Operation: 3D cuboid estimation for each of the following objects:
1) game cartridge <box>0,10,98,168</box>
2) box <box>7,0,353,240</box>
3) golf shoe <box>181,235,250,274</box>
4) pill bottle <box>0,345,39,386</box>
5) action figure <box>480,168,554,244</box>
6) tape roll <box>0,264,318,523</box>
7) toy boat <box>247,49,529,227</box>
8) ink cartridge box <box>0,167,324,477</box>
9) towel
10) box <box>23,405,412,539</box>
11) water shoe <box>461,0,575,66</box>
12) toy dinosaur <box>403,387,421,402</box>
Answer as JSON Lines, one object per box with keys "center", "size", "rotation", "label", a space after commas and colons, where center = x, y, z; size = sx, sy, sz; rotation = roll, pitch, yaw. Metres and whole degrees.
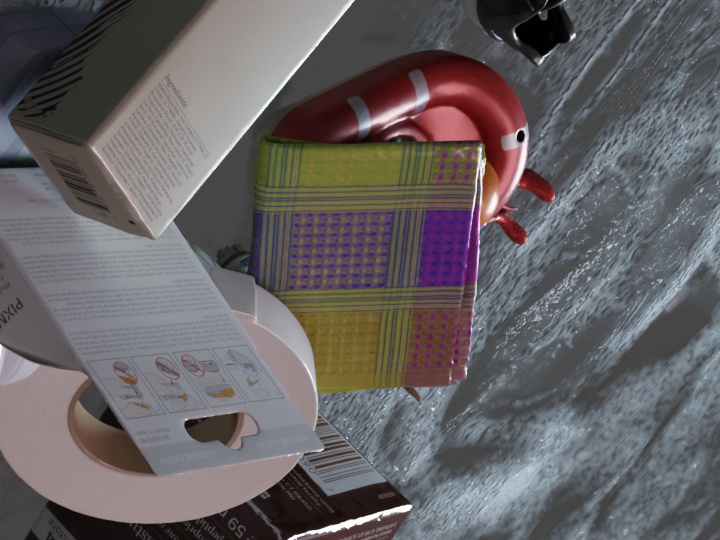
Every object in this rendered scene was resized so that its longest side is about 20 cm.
{"center": [-0.164, -0.078, 1.548], "size": [0.133, 0.040, 0.200], "rotation": [-55, 157, 13], "label": "game cartridge"}
{"center": [-0.087, -0.118, 1.483], "size": [0.200, 0.068, 0.082], "rotation": [-51, 135, -22], "label": "box"}
{"center": [-0.094, 0.035, 1.784], "size": [0.200, 0.097, 0.078], "rotation": [-4, 136, -56], "label": "golf shoe"}
{"center": [-0.257, 0.037, 1.479], "size": [0.200, 0.112, 0.112], "rotation": [-14, 142, -52], "label": "pill bottle"}
{"center": [0.069, -0.037, 2.014], "size": [0.200, 0.052, 0.065], "rotation": [-7, 141, -53], "label": "action figure"}
{"center": [-0.125, 0.076, 1.726], "size": [0.203, 0.037, 0.203], "rotation": [-3, 134, -3], "label": "tape roll"}
{"center": [0.035, -0.057, 1.769], "size": [0.200, 0.131, 0.131], "rotation": [-29, 120, -36], "label": "toy boat"}
{"center": [-0.128, 0.032, 1.488], "size": [0.057, 0.200, 0.163], "rotation": [-40, 162, 27], "label": "ink cartridge box"}
{"center": [0.000, 0.000, 1.722], "size": [0.143, 0.023, 0.200], "rotation": [-2, 129, -7], "label": "towel"}
{"center": [-0.107, 0.188, 1.932], "size": [0.164, 0.166, 0.200], "rotation": [-9, 137, -57], "label": "box"}
{"center": [0.105, -0.203, 1.746], "size": [0.071, 0.079, 0.200], "rotation": [-40, 157, -14], "label": "water shoe"}
{"center": [-0.001, -0.004, 1.857], "size": [0.060, 0.106, 0.200], "rotation": [51, 40, -41], "label": "toy dinosaur"}
